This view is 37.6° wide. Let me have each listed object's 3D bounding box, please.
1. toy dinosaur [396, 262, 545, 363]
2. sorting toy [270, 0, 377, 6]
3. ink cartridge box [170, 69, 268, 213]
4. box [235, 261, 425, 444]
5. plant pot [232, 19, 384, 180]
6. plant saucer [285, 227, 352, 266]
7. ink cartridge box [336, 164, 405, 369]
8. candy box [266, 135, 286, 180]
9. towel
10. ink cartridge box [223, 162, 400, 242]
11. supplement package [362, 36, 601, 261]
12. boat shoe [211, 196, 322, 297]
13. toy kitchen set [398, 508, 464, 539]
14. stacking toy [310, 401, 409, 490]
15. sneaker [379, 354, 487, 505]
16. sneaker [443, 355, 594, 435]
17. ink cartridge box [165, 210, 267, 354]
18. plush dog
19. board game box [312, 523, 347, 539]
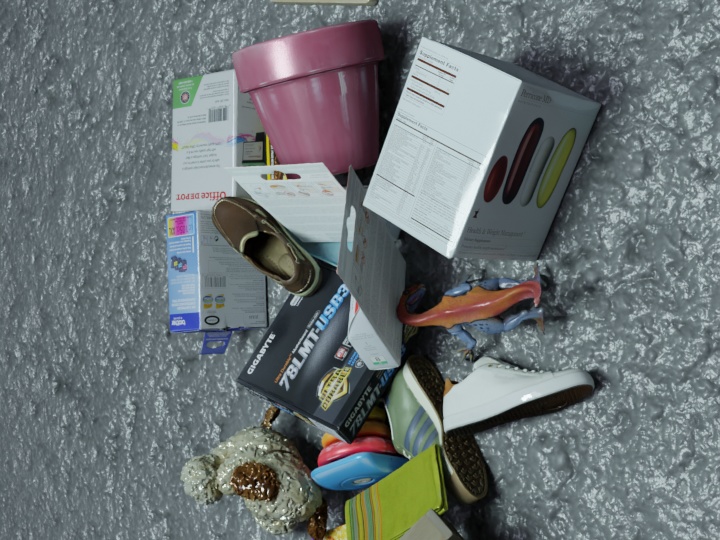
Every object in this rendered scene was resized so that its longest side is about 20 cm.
[{"bbox_3d":[0.125,0.032,1.257,0.178,0.200,0.107,-4,68,9],"label":"toy dinosaur"},{"bbox_3d":[-0.059,-0.476,1.466,0.198,0.069,0.203,12,98,40],"label":"sorting toy"},{"bbox_3d":[-0.207,-0.186,1.579,0.143,0.083,0.204,0,89,41],"label":"ink cartridge box"},{"bbox_3d":[-0.039,0.102,1.394,0.197,0.050,0.201,21,70,38],"label":"box"},{"bbox_3d":[-0.054,-0.218,1.394,0.198,0.199,0.182,-5,102,40],"label":"plant pot"},{"bbox_3d":[-0.043,-0.046,1.467,0.198,0.019,0.071,23,81,39],"label":"plant saucer"},{"bbox_3d":[0.000,0.000,1.277,0.049,0.201,0.163,-11,51,21],"label":"ink cartridge box"},{"bbox_3d":[-0.094,-0.216,1.521,0.101,0.026,0.204,-3,87,37],"label":"candy box"},{"bbox_3d":[0.039,0.293,1.317,0.200,0.018,0.087,-43,44,42],"label":"towel"},{"bbox_3d":[-0.057,-0.100,1.362,0.158,0.200,0.048,1,64,33],"label":"ink cartridge box"},{"bbox_3d":[0.140,-0.133,1.211,0.146,0.190,0.203,32,110,35],"label":"supplement package"},{"bbox_3d":[-0.137,-0.043,1.435,0.201,0.075,0.075,35,98,27],"label":"boat shoe"},{"bbox_3d":[0.100,0.410,1.198,0.163,0.181,0.200,-43,68,-4],"label":"toy kitchen set"},{"bbox_3d":[-0.011,0.182,1.407,0.109,0.115,0.203,-25,62,34],"label":"stacking toy"},{"bbox_3d":[0.085,0.215,1.338,0.090,0.066,0.202,-44,58,34],"label":"sneaker"},{"bbox_3d":[0.178,0.131,1.252,0.198,0.072,0.086,-20,61,31],"label":"sneaker"},{"bbox_3d":[-0.208,0.019,1.543,0.075,0.135,0.204,-7,84,41],"label":"ink cartridge box"},{"bbox_3d":[-0.115,0.279,1.416,0.162,0.199,0.171,-59,35,-3],"label":"plush dog"},{"bbox_3d":[0.036,0.395,1.386,0.199,0.046,0.154,-30,71,36],"label":"board game box"}]
